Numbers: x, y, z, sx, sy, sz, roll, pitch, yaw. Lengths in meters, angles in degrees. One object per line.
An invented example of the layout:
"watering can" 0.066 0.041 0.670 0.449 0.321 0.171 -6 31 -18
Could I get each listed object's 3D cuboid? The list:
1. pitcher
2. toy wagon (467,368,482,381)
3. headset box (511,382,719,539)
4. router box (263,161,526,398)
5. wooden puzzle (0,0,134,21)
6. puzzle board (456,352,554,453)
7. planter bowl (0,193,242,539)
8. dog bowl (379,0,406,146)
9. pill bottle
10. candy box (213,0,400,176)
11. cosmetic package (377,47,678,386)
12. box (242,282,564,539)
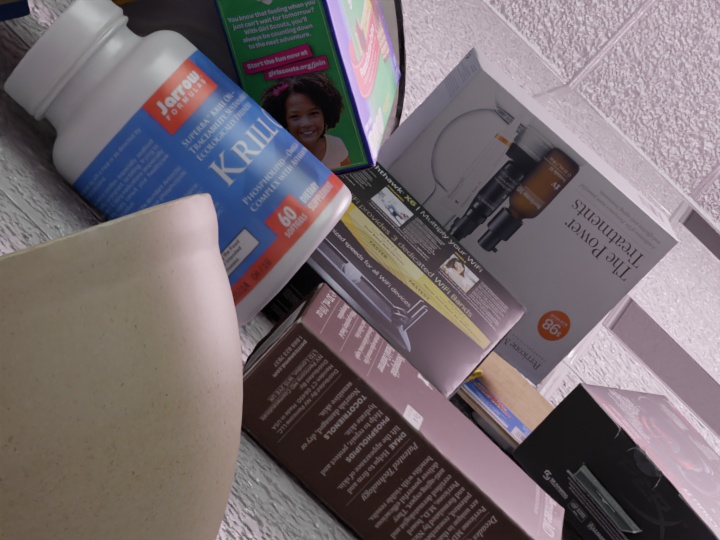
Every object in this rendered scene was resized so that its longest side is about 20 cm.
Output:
"pitcher" -0.137 -0.172 1.505 0.200 0.121 0.172 -111 178 -69
"toy wagon" 0.016 0.014 1.602 0.155 0.040 0.200 26 23 -51
"headset box" 0.202 0.158 1.565 0.149 0.075 0.200 49 16 22
"router box" 0.000 0.000 1.475 0.200 0.052 0.157 45 31 3
"wooden puzzle" -0.202 -0.201 1.414 0.200 0.184 0.047 -116 -165 -60
"puzzle board" 0.148 0.140 1.652 0.200 0.017 0.151 44 15 3
"planter bowl" -0.124 0.070 0.774 0.200 0.199 0.136 -20 91 -75
"dog bowl" -0.026 -0.194 1.828 0.073 0.201 0.200 -7 34 -15
"pill bottle" -0.112 -0.070 1.336 0.200 0.112 0.112 42 14 -6
"candy box" -0.040 -0.179 1.422 0.169 0.076 0.201 -75 150 -64
"cosmetic package" 0.103 -0.036 1.596 0.200 0.151 0.052 38 16 -19
"box" 0.021 0.107 1.272 0.200 0.075 0.100 44 13 -4
